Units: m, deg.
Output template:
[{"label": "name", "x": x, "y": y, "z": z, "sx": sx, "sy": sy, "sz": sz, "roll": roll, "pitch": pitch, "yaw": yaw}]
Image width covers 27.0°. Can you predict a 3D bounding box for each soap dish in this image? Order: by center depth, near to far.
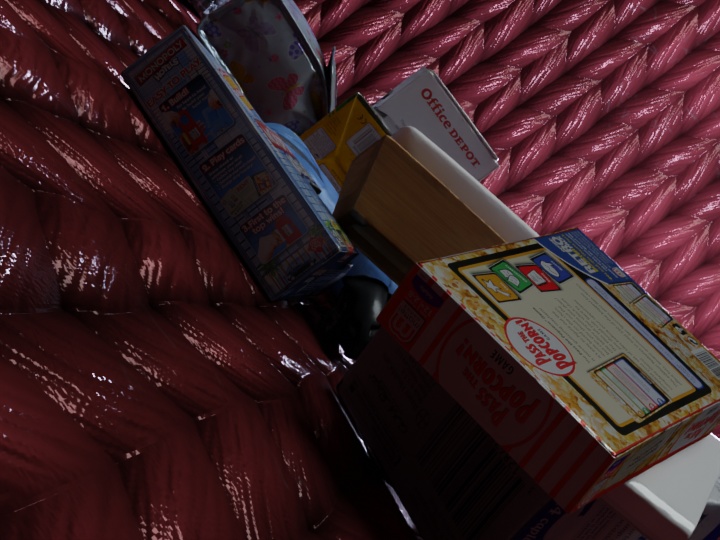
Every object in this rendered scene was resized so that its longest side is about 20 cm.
[{"label": "soap dish", "x": 0.068, "y": -0.013, "z": 1.139, "sx": 0.200, "sy": 0.081, "sz": 0.157, "roll": 42, "pitch": -9, "yaw": -5}]

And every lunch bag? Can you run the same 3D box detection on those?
[{"label": "lunch bag", "x": -0.090, "y": -0.236, "z": 1.756, "sx": 0.200, "sy": 0.127, "sz": 0.170, "roll": 59, "pitch": 6, "yaw": -10}]

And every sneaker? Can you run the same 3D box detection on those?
[{"label": "sneaker", "x": -0.039, "y": -0.038, "z": 1.258, "sx": 0.200, "sy": 0.066, "sz": 0.078, "roll": 53, "pitch": 14, "yaw": 3}]

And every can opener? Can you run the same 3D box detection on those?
[{"label": "can opener", "x": 0.002, "y": 0.037, "z": 1.151, "sx": 0.078, "sy": 0.064, "sz": 0.200, "roll": 26, "pitch": -1, "yaw": -8}]

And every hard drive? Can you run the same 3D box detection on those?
[{"label": "hard drive", "x": 0.126, "y": 0.075, "z": 0.906, "sx": 0.200, "sy": 0.026, "sz": 0.132, "roll": 39, "pitch": 27, "yaw": 9}]

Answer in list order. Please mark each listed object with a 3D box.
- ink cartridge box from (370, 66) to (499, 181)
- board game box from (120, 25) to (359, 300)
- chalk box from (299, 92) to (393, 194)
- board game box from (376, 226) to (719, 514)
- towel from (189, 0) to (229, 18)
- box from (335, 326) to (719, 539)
[{"label": "ink cartridge box", "x": 0.044, "y": -0.129, "z": 1.806, "sx": 0.147, "sy": 0.200, "sz": 0.083, "roll": 53, "pitch": 4, "yaw": -10}, {"label": "board game box", "x": -0.082, "y": -0.075, "z": 1.093, "sx": 0.200, "sy": 0.062, "sz": 0.200, "roll": 55, "pitch": 5, "yaw": 4}, {"label": "chalk box", "x": 0.004, "y": -0.081, "z": 1.572, "sx": 0.125, "sy": 0.124, "sz": 0.200, "roll": 54, "pitch": 4, "yaw": 15}, {"label": "board game box", "x": 0.123, "y": 0.048, "z": 0.864, "sx": 0.152, "sy": 0.046, "sz": 0.200, "roll": 45, "pitch": 28, "yaw": 21}, {"label": "towel", "x": -0.223, "y": -0.407, "z": 1.939, "sx": 0.166, "sy": 0.086, "sz": 0.200, "roll": 55, "pitch": 3, "yaw": -5}, {"label": "box", "x": 0.116, "y": 0.115, "z": 0.980, "sx": 0.200, "sy": 0.105, "sz": 0.184, "roll": 12, "pitch": 34, "yaw": -41}]
